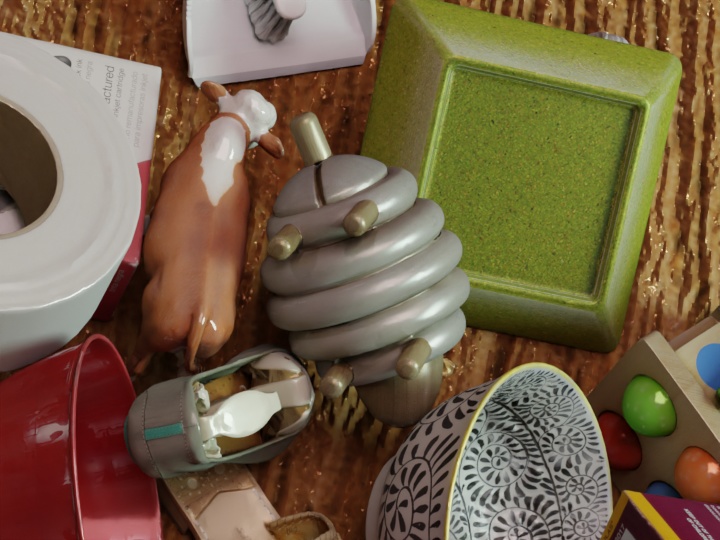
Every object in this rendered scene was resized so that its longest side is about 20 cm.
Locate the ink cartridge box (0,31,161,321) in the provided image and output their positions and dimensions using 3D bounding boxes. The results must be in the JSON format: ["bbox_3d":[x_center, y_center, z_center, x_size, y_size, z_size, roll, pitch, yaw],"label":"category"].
[{"bbox_3d":[-0.232,-0.067,1.694,0.199,0.083,0.148,11,61,-14],"label":"ink cartridge box"}]

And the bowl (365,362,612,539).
[{"bbox_3d":[0.065,0.155,1.655,0.200,0.094,0.202,-1,92,-56],"label":"bowl"}]

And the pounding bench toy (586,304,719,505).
[{"bbox_3d":[0.243,0.075,1.715,0.156,0.200,0.125,-28,75,-30],"label":"pounding bench toy"}]

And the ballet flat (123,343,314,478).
[{"bbox_3d":[-0.064,0.082,1.636,0.200,0.063,0.068,-17,92,-60],"label":"ballet flat"}]

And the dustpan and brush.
[{"bbox_3d":[-0.061,-0.231,1.817,0.139,0.057,0.201,-10,86,-26],"label":"dustpan and brush"}]

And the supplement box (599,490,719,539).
[{"bbox_3d":[0.231,0.210,1.649,0.199,0.111,0.086,11,24,-30],"label":"supplement box"}]

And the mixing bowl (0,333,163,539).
[{"bbox_3d":[-0.184,0.141,1.557,0.108,0.200,0.201,-8,63,7],"label":"mixing bowl"}]

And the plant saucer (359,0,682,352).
[{"bbox_3d":[0.099,-0.057,1.762,0.198,0.048,0.201,11,96,-13],"label":"plant saucer"}]

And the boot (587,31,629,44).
[{"bbox_3d":[0.097,-0.125,1.829,0.200,0.073,0.096,-42,110,-30],"label":"boot"}]

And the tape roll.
[{"bbox_3d":[-0.229,-0.042,1.575,0.201,0.071,0.203,13,53,-17],"label":"tape roll"}]

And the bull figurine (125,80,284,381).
[{"bbox_3d":[-0.100,-0.019,1.688,0.065,0.122,0.201,20,53,-11],"label":"bull figurine"}]

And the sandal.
[{"bbox_3d":[-0.046,0.168,1.642,0.077,0.070,0.212,-35,79,-30],"label":"sandal"}]

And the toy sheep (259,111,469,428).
[{"bbox_3d":[0.000,0.000,1.669,0.137,0.138,0.201,-22,103,-28],"label":"toy sheep"}]
